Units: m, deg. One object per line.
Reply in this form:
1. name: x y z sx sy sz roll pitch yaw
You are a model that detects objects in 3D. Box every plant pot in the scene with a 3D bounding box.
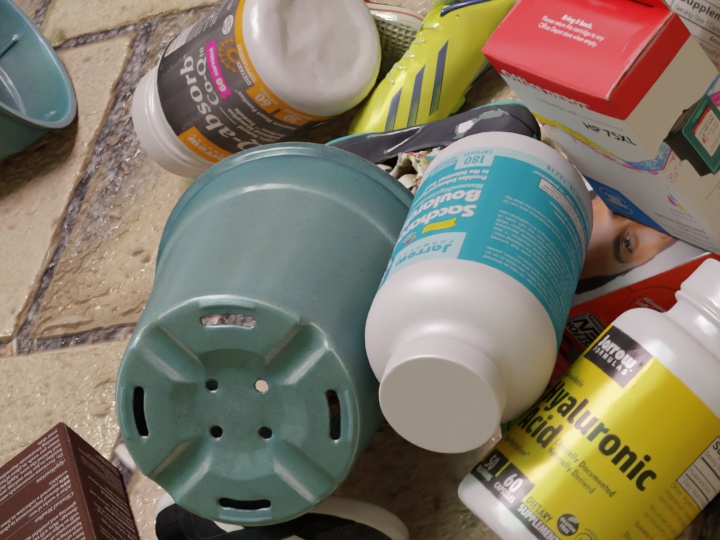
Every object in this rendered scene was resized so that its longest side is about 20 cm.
1. plant pot: -0.055 0.048 1.422 0.200 0.201 0.196 -28 14 21
2. plant pot: -0.382 -0.138 1.970 0.196 0.200 0.201 -40 37 18

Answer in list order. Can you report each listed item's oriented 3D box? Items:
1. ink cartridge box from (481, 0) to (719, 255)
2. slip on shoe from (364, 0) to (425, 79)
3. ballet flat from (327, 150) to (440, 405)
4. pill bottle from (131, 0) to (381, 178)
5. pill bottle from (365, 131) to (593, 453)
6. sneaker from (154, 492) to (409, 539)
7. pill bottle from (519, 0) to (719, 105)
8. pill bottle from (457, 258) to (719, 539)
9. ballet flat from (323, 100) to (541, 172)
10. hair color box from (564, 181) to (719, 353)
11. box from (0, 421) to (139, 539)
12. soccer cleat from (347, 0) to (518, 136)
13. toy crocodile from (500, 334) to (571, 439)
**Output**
1. ink cartridge box: 0.151 -0.102 1.329 0.067 0.200 0.116 -52 39 -9
2. slip on shoe: -0.010 -0.191 1.768 0.200 0.074 0.061 10 56 50
3. ballet flat: 0.000 0.000 1.550 0.200 0.064 0.076 -57 45 7
4. pill bottle: -0.083 -0.142 1.719 0.200 0.116 0.117 -26 37 52
5. pill bottle: 0.067 0.015 1.337 0.110 0.111 0.200 -20 28 28
6. sneaker: -0.071 0.197 1.460 0.199 0.073 0.112 -2 53 39
7. pill bottle: 0.194 -0.172 1.481 0.114 0.114 0.201 36 101 52
8. pill bottle: 0.160 0.093 1.316 0.200 0.111 0.111 -46 38 -3
9. ballet flat: 0.034 -0.066 1.613 0.199 0.073 0.073 -14 47 31
10. hair color box: 0.213 -0.026 1.417 0.199 0.061 0.102 -23 43 26
11. box: -0.202 0.208 1.572 0.100 0.075 0.200 -36 37 10
12. soccer cleat: 0.061 -0.161 1.656 0.200 0.084 0.065 -38 32 7
13. toy crocodile: 0.105 0.046 1.443 0.062 0.068 0.201 -25 42 23
